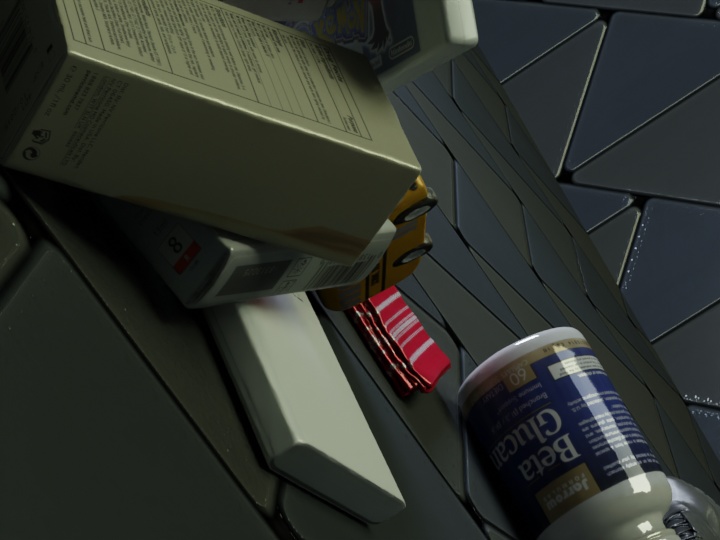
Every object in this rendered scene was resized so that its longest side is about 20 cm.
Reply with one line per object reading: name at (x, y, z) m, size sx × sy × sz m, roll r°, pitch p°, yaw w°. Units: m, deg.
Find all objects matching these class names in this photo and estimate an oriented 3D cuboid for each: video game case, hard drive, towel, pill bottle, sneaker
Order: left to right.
hard drive at (-0.048, 0.037, 1.022) m, size 0.132 × 0.026 × 0.200 m, roll 39°, pitch 21°, yaw -56°
video game case at (-0.008, -0.183, 1.009) m, size 0.200 × 0.023 × 0.183 m, roll -21°, pitch -104°, yaw 61°
towel at (0.000, 0.000, 1.341) m, size 0.200 × 0.022 × 0.145 m, roll 57°, pitch 10°, yaw 3°
pill bottle at (0.164, 0.152, 1.386) m, size 0.200 × 0.111 × 0.111 m, roll 61°, pitch 12°, yaw 22°
sneaker at (0.340, 0.283, 1.882) m, size 0.091 × 0.076 × 0.200 m, roll 35°, pitch 21°, yaw -44°

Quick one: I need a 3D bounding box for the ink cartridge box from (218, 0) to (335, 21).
ink cartridge box at (-0.099, -0.208, 0.941) m, size 0.200 × 0.146 × 0.084 m, roll -4°, pitch 48°, yaw -29°

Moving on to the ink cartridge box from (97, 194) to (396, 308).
ink cartridge box at (-0.095, -0.067, 0.999) m, size 0.200 × 0.050 × 0.162 m, roll 45°, pitch 26°, yaw 21°

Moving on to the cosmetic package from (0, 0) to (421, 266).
cosmetic package at (-0.079, -0.080, 0.900) m, size 0.200 × 0.071 × 0.105 m, roll 17°, pitch 33°, yaw -32°

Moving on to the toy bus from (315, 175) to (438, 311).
toy bus at (-0.002, -0.035, 1.138) m, size 0.065 × 0.078 × 0.200 m, roll 62°, pitch -5°, yaw 12°
